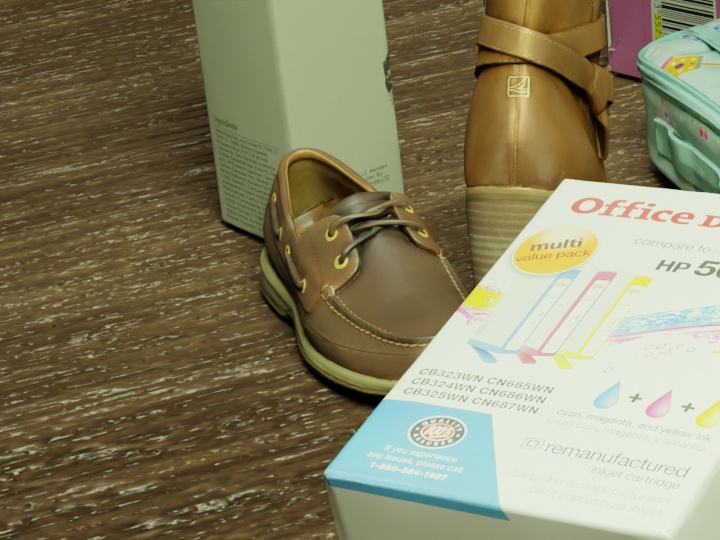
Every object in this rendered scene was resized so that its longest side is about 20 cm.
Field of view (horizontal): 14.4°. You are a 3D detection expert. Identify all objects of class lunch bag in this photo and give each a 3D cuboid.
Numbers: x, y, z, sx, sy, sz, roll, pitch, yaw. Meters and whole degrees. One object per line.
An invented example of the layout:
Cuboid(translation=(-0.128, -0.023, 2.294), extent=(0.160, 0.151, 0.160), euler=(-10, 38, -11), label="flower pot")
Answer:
Cuboid(translation=(0.229, -0.071, 1.380), extent=(0.160, 0.077, 0.200), euler=(-12, 23, -15), label="lunch bag")

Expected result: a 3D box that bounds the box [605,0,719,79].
Cuboid(translation=(0.235, -0.211, 1.588), extent=(0.200, 0.176, 0.097), euler=(-22, 27, -36), label="box")

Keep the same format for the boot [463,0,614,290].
Cuboid(translation=(0.082, -0.068, 1.273), extent=(0.077, 0.156, 0.200), euler=(3, 6, 16), label="boot")

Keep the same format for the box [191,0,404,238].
Cuboid(translation=(-0.034, -0.116, 1.392), extent=(0.068, 0.200, 0.082), euler=(-20, 26, -31), label="box")

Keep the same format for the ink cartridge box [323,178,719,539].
Cuboid(translation=(0.100, 0.064, 0.969), extent=(0.128, 0.125, 0.200), euler=(8, 40, 31), label="ink cartridge box")

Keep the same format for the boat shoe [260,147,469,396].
Cuboid(translation=(0.000, 0.000, 1.277), extent=(0.072, 0.068, 0.200), euler=(-13, 24, -17), label="boat shoe")
